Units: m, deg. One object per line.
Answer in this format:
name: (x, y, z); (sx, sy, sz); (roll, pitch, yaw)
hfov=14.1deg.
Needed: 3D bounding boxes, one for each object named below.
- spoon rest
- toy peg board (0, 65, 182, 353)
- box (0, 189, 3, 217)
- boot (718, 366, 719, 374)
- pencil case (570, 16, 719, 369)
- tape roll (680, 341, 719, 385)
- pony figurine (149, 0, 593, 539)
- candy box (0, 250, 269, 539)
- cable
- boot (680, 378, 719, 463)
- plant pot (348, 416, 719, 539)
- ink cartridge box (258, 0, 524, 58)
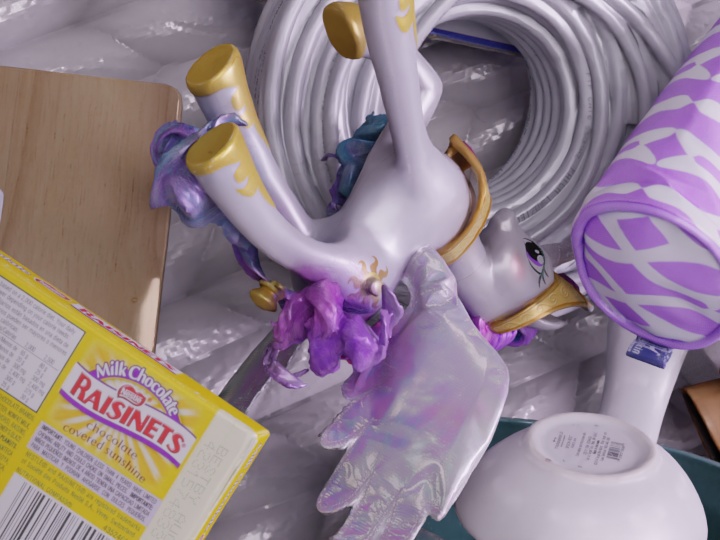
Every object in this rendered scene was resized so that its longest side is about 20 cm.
spoon rest: (0.100, 0.074, 1.172); (0.099, 0.200, 0.061); (12, 118, 13)
toy peg board: (-0.181, 0.022, 1.186); (0.199, 0.098, 0.201); (6, 77, -2)
box: (-0.247, 0.045, 1.049); (0.199, 0.105, 0.185); (5, 86, 24)
boot: (0.255, -0.007, 1.238); (0.074, 0.199, 0.155); (54, 47, -50)
pencil case: (0.163, -0.055, 1.197); (0.085, 0.084, 0.200); (17, 53, 27)
tape roll: (0.221, -0.017, 1.346); (0.202, 0.037, 0.203); (4, 78, -19)
pony figurine: (0.000, 0.000, 1.141); (0.193, 0.166, 0.200); (-47, 125, -18)
candy box: (-0.143, 0.049, 1.096); (0.200, 0.026, 0.102); (34, 95, 10)
cable: (0.048, -0.070, 1.251); (0.200, 0.069, 0.200); (-23, 106, -10)
boot: (0.235, 0.031, 1.304); (0.199, 0.068, 0.189); (-18, 89, -10)
plant pot: (0.082, 0.155, 1.200); (0.200, 0.200, 0.135); (5, 105, -18)
ink cartridge box: (0.037, -0.196, 1.316); (0.197, 0.047, 0.201); (11, 79, -18)
